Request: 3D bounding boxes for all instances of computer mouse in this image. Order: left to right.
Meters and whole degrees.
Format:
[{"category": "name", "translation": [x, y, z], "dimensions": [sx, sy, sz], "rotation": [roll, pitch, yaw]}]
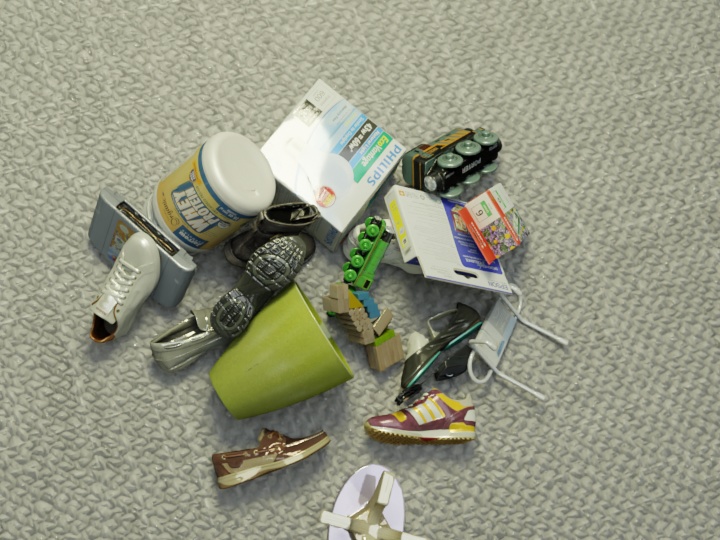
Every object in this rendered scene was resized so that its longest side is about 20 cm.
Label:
[{"category": "computer mouse", "translation": [0.130, 0.184, 1.659], "dimensions": [0.199, 0.059, 0.034], "rotation": [-30, 74, -37]}]

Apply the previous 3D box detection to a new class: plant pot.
[{"category": "plant pot", "translation": [-0.142, 0.149, 1.597], "dimensions": [0.198, 0.187, 0.189], "rotation": [-32, 84, -1]}]

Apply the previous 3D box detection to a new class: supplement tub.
[{"category": "supplement tub", "translation": [-0.250, -0.119, 1.599], "dimensions": [0.144, 0.199, 0.147], "rotation": [31, 43, -34]}]

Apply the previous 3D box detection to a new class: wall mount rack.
[{"category": "wall mount rack", "translation": [0.274, 0.127, 1.713], "dimensions": [0.174, 0.074, 0.202], "rotation": [44, 62, -31]}]

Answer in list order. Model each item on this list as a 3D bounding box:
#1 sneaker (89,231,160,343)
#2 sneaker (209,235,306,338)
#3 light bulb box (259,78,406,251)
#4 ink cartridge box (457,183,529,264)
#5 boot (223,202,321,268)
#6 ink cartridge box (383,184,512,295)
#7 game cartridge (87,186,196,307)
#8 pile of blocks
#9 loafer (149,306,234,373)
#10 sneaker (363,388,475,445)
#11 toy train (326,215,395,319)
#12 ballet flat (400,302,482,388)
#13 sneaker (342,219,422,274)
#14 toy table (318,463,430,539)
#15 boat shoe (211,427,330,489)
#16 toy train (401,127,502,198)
[{"category": "sneaker", "translation": [-0.380, 0.036, 1.560], "dimensions": [0.072, 0.085, 0.202], "rotation": [29, 116, 11]}, {"category": "sneaker", "translation": [-0.164, 0.018, 1.572], "dimensions": [0.200, 0.091, 0.076], "rotation": [-44, 94, 5]}, {"category": "light bulb box", "translation": [-0.059, -0.180, 1.701], "dimensions": [0.199, 0.125, 0.199], "rotation": [37, 74, 1]}, {"category": "ink cartridge box", "translation": [0.234, -0.083, 1.694], "dimensions": [0.050, 0.200, 0.110], "rotation": [-31, 90, 21]}, {"category": "boot", "translation": [-0.117, -0.060, 1.615], "dimensions": [0.198, 0.173, 0.070], "rotation": [-8, 72, -41]}, {"category": "ink cartridge box", "translation": [0.150, -0.043, 1.676], "dimensions": [0.195, 0.047, 0.203], "rotation": [12, 50, -33]}, {"category": "game cartridge", "translation": [-0.363, -0.032, 1.610], "dimensions": [0.199, 0.134, 0.042], "rotation": [40, 44, 5]}, {"category": "pile of blocks", "translation": [0.001, 0.084, 1.661], "dimensions": [0.082, 0.062, 0.201], "rotation": [-49, 123, -23]}, {"category": "loafer", "translation": [-0.257, 0.094, 1.625], "dimensions": [0.199, 0.070, 0.070], "rotation": [-34, 129, -16]}, {"category": "sneaker", "translation": [0.100, 0.247, 1.665], "dimensions": [0.196, 0.075, 0.092], "rotation": [6, 68, -15]}, {"category": "toy train", "translation": [0.000, 0.000, 1.661], "dimensions": [0.056, 0.042, 0.202], "rotation": [21, 112, -15]}, {"category": "ballet flat", "translation": [0.126, 0.125, 1.700], "dimensions": [0.199, 0.068, 0.068], "rotation": [-37, 76, -26]}, {"category": "sneaker", "translation": [0.071, -0.045, 1.704], "dimensions": [0.196, 0.100, 0.076], "rotation": [1, 65, -11]}, {"category": "toy table", "translation": [0.015, 0.416, 1.583], "dimensions": [0.180, 0.117, 0.204], "rotation": [5, 77, -9]}, {"category": "boat shoe", "translation": [-0.148, 0.293, 1.608], "dimensions": [0.197, 0.072, 0.073], "rotation": [-19, 82, -7]}, {"category": "toy train", "translation": [0.164, -0.200, 1.740], "dimensions": [0.113, 0.086, 0.199], "rotation": [25, 44, 35]}]
